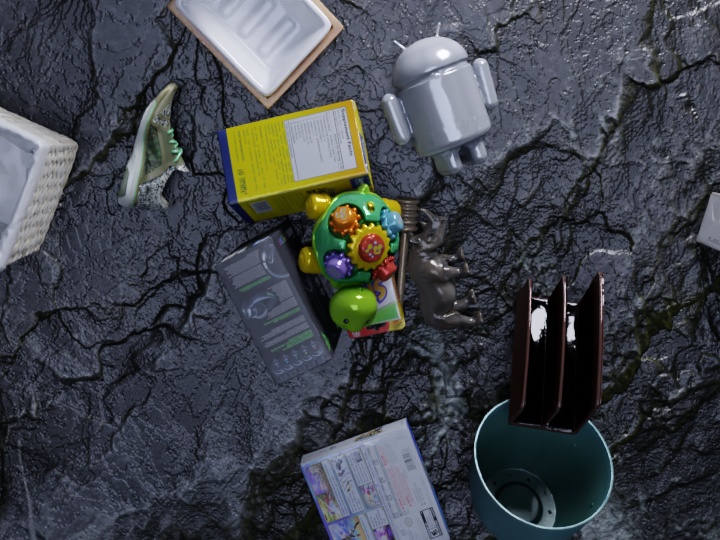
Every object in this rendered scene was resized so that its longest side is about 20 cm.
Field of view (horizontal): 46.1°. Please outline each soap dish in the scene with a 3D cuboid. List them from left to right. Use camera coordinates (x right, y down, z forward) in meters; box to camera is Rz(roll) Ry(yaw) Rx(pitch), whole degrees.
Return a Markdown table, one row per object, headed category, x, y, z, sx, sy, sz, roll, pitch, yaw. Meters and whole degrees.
| category | x | y | z | sx | sy | sz | roll | pitch | yaw |
| --- | --- | --- | --- | --- | --- | --- | --- | --- | --- |
| soap dish | -0.146 | -0.355 | 1.189 | 0.200 | 0.081 | 0.157 | 45 | 99 | -6 |

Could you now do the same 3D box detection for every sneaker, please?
| category | x | y | z | sx | sy | sz | roll | pitch | yaw |
| --- | --- | --- | --- | --- | --- | --- | --- | --- | --- |
| sneaker | -0.289 | -0.176 | 1.241 | 0.088 | 0.077 | 0.202 | 18 | 106 | -15 |

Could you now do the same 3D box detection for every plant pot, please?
| category | x | y | z | sx | sy | sz | roll | pitch | yaw |
| --- | --- | --- | --- | --- | --- | --- | --- | --- | --- |
| plant pot | 0.249 | 0.312 | 1.240 | 0.197 | 0.203 | 0.162 | 8 | 142 | 0 |

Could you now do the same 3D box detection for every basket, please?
| category | x | y | z | sx | sy | sz | roll | pitch | yaw |
| --- | --- | --- | --- | --- | --- | --- | --- | --- | --- |
| basket | -0.539 | -0.136 | 1.202 | 0.196 | 0.161 | 0.202 | 24 | 101 | -3 |

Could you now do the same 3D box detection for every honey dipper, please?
| category | x | y | z | sx | sy | sz | roll | pitch | yaw |
| --- | --- | --- | --- | --- | --- | --- | --- | --- | --- |
| honey dipper | 0.065 | -0.008 | 1.271 | 0.037 | 0.038 | 0.203 | 3 | 103 | 1 |

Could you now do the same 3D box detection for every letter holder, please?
| category | x | y | z | sx | sy | sz | roll | pitch | yaw |
| --- | --- | --- | --- | --- | --- | --- | --- | --- | --- |
| letter holder | 0.275 | 0.107 | 1.184 | 0.099 | 0.143 | 0.203 | 9 | 65 | 1 |

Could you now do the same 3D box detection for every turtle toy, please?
| category | x | y | z | sx | sy | sz | roll | pitch | yaw |
| --- | --- | --- | --- | --- | --- | --- | --- | --- | --- |
| turtle toy | -0.005 | -0.018 | 1.166 | 0.144 | 0.101 | 0.203 | 2 | 104 | -25 |

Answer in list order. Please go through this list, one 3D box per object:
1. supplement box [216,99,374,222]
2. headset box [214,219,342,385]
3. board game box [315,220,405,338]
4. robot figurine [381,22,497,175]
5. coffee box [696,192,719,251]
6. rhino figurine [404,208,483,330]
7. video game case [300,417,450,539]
| category | x | y | z | sx | sy | sz | roll | pitch | yaw |
| --- | --- | --- | --- | --- | --- | --- | --- | --- | --- |
| supplement box | -0.088 | -0.151 | 1.197 | 0.197 | 0.110 | 0.111 | -12 | 79 | 4 |
| headset box | -0.108 | 0.047 | 1.213 | 0.092 | 0.174 | 0.202 | -25 | 98 | 8 |
| board game box | 0.000 | 0.000 | 1.264 | 0.094 | 0.030 | 0.203 | -12 | 99 | 17 |
| robot figurine | 0.113 | -0.238 | 1.186 | 0.168 | 0.113 | 0.202 | -24 | 100 | -14 |
| coffee box | 0.603 | -0.045 | 1.206 | 0.197 | 0.113 | 0.081 | 15 | 101 | -2 |
| rhino figurine | 0.115 | 0.001 | 1.242 | 0.086 | 0.060 | 0.202 | -17 | 113 | 4 |
| video game case | 0.024 | 0.357 | 1.331 | 0.179 | 0.045 | 0.202 | -20 | 99 | 4 |
